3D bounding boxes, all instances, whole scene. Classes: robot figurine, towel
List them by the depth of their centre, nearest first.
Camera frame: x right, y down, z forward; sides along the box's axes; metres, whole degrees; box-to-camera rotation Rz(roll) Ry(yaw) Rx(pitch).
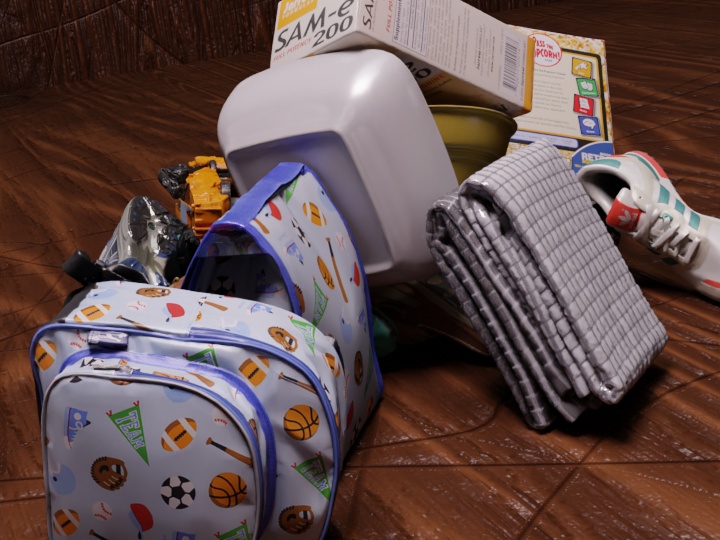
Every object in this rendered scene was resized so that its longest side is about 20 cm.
[{"bbox_3d":[0.144,0.009,0.911,0.085,0.202,0.165,-32,-2,31],"label":"towel"},{"bbox_3d":[-0.134,-0.076,1.206,0.142,0.059,0.200,-2,16,-13],"label":"robot figurine"}]

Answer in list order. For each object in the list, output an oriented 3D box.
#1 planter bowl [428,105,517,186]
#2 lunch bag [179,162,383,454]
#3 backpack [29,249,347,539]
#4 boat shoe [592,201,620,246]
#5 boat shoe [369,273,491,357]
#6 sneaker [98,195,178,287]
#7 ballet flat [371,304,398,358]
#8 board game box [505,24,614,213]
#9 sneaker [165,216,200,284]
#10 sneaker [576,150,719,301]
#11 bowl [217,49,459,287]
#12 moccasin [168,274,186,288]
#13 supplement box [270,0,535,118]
[{"bbox_3d":[0.045,-0.078,1.042,0.197,0.085,0.200,-5,-9,-1],"label":"planter bowl"},{"bbox_3d":[-0.063,0.035,0.866,0.122,0.203,0.170,-1,20,14],"label":"lunch bag"},{"bbox_3d":[-0.101,0.102,0.717,0.187,0.203,0.155,0,23,-2],"label":"backpack"},{"bbox_3d":[0.197,-0.025,1.126,0.074,0.074,0.199,32,33,18],"label":"boat shoe"},{"bbox_3d":[0.052,0.028,1.056,0.075,0.075,0.199,-5,30,-44],"label":"boat shoe"},{"bbox_3d":[-0.229,0.024,1.146,0.085,0.077,0.202,-41,28,35],"label":"sneaker"},{"bbox_3d":[-0.043,0.052,1.050,0.070,0.068,0.199,-41,31,-19],"label":"ballet flat"},{"bbox_3d":[0.188,-0.161,1.232,0.149,0.203,0.046,8,-28,-10],"label":"board game box"},{"bbox_3d":[-0.178,-0.014,1.230,0.119,0.085,0.200,-4,10,-9],"label":"sneaker"},{"bbox_3d":[0.275,-0.037,1.084,0.092,0.071,0.200,-6,44,-36],"label":"sneaker"},{"bbox_3d":[-0.024,-0.068,0.958,0.197,0.202,0.075,-6,27,37],"label":"bowl"},{"bbox_3d":[-0.174,0.056,1.043,0.077,0.074,0.202,-1,35,37],"label":"moccasin"},{"bbox_3d":[0.038,-0.182,1.004,0.198,0.075,0.125,17,-19,-34],"label":"supplement box"}]
